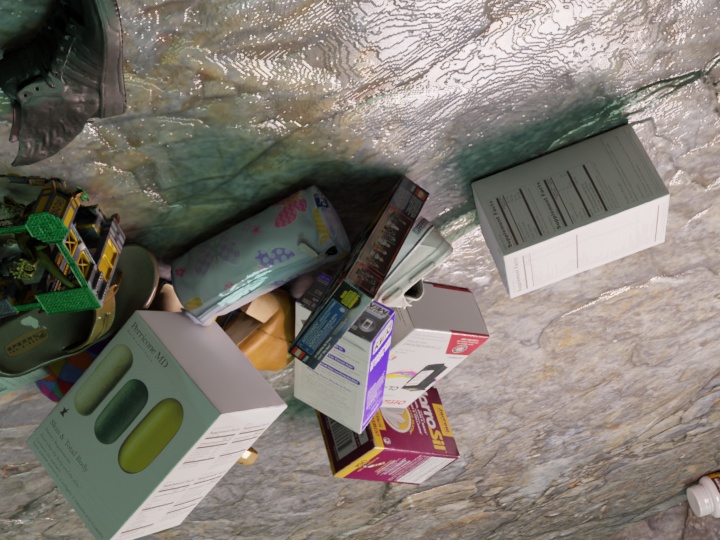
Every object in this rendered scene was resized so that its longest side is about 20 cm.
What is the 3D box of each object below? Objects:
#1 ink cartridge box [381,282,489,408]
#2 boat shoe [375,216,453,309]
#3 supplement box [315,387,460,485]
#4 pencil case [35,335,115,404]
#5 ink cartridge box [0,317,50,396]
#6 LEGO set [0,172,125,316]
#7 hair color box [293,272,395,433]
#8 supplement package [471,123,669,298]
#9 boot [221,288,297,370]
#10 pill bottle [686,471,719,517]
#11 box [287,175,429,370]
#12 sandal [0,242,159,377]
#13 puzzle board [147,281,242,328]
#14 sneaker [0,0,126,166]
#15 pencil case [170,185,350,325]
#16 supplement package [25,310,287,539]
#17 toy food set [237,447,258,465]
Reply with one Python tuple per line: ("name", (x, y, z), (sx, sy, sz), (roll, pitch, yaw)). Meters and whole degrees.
("ink cartridge box", (0.056, 0.107, 1.354), (0.145, 0.083, 0.200), (8, 139, -38))
("boat shoe", (0.048, 0.014, 1.192), (0.200, 0.066, 0.072), (-51, 178, 42))
("supplement box", (0.042, 0.251, 1.525), (0.200, 0.131, 0.103), (16, 135, -44))
("pencil case", (-0.312, 0.075, 1.114), (0.088, 0.089, 0.200), (5, 143, -33))
("ink cartridge box", (-0.465, 0.093, 1.055), (0.199, 0.085, 0.146), (-24, 148, 5))
("LEGO set", (-0.322, -0.037, 0.933), (0.199, 0.116, 0.154), (-14, 132, 18))
("hair color box", (-0.024, 0.107, 1.227), (0.065, 0.109, 0.200), (-50, 159, -35))
("supplement package", (0.246, -0.068, 1.152), (0.199, 0.110, 0.114), (-20, 149, 2))
("boot", (-0.146, 0.111, 1.210), (0.201, 0.071, 0.144), (-53, 145, 1))
("pill bottle", (0.957, 0.573, 2.531), (0.199, 0.110, 0.109), (-17, 149, -4))
("box", (0.000, 0.000, 1.069), (0.040, 0.200, 0.137), (35, 132, -5))
("sandal", (-0.291, 0.043, 0.990), (0.199, 0.082, 0.055), (-29, -170, -19))
("puzzle board", (-0.210, 0.101, 1.204), (0.200, 0.017, 0.151), (24, 99, -52))
("sneaker", (-0.247, -0.166, 0.789), (0.104, 0.060, 0.200), (-14, 152, -17))
("pencil case", (-0.109, -0.013, 1.071), (0.199, 0.091, 0.083), (-25, 148, 12))
("supplement package", (-0.220, 0.167, 1.066), (0.200, 0.152, 0.151), (-48, 161, 13))
("toy food set", (-0.240, 0.200, 1.279), (0.200, 0.197, 0.049), (26, 84, -63))
